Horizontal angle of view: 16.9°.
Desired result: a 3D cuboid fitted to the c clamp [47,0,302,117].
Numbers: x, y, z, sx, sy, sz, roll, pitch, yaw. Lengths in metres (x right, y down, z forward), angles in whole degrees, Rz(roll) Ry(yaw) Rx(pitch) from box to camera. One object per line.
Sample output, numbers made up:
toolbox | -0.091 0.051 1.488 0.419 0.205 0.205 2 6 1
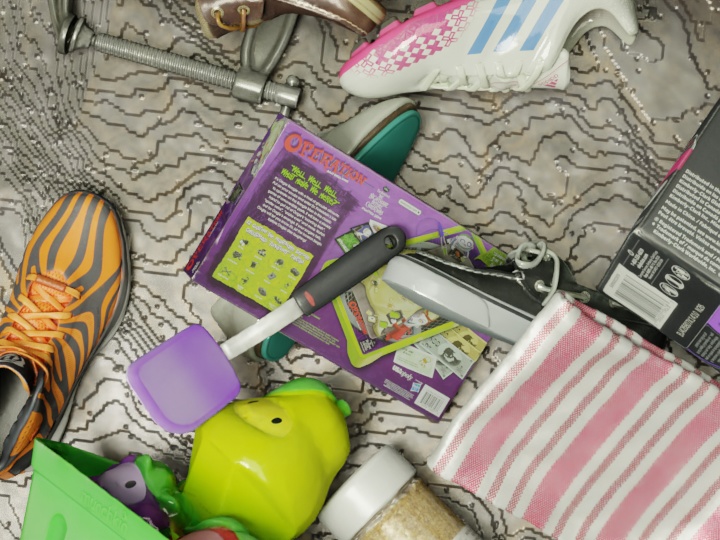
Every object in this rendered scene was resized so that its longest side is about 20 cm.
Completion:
c clamp | -0.123 -0.162 1.610 0.200 0.027 0.171 22 90 6

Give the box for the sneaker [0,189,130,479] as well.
sneaker | -0.207 0.044 1.571 0.077 0.112 0.200 16 90 5

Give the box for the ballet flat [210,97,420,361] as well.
ballet flat | -0.037 -0.037 1.586 0.069 0.069 0.200 31 92 5

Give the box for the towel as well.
towel | 0.162 0.116 1.528 0.200 0.030 0.146 30 108 -15

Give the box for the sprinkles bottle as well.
sprinkles bottle | 0.064 0.204 1.564 0.200 0.068 0.068 45 93 5

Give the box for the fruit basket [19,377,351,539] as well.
fruit basket | -0.096 0.148 1.512 0.215 0.155 0.216 -19 61 37

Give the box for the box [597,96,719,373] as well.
box | 0.249 -0.053 1.498 0.106 0.122 0.200 34 71 5

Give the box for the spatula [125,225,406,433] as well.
spatula | -0.052 0.031 1.513 0.200 0.021 0.057 -34 95 -11

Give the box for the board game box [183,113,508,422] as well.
board game box | 0.000 0.000 1.552 0.200 0.032 0.120 31 96 -23

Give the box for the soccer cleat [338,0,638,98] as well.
soccer cleat | 0.086 -0.144 1.568 0.200 0.070 0.086 -25 84 4

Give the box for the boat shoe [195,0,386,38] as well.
boat shoe | -0.082 -0.182 1.567 0.200 0.072 0.072 23 91 11

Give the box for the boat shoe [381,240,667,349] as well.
boat shoe | 0.111 0.015 1.541 0.199 0.074 0.068 20 87 -15
